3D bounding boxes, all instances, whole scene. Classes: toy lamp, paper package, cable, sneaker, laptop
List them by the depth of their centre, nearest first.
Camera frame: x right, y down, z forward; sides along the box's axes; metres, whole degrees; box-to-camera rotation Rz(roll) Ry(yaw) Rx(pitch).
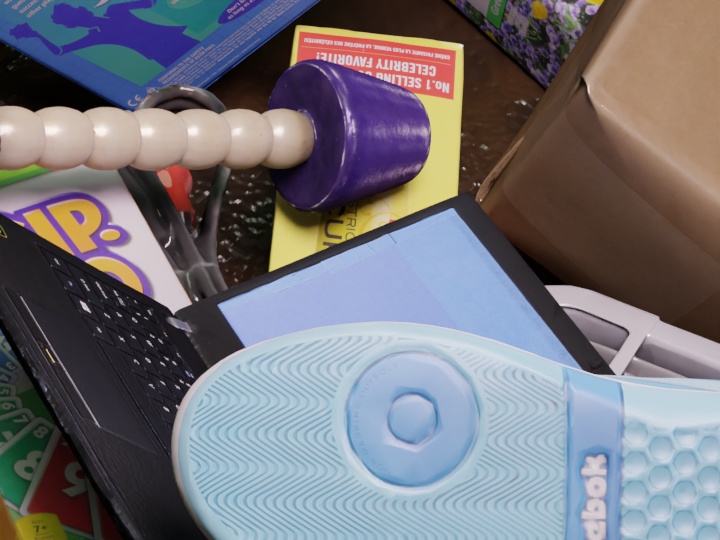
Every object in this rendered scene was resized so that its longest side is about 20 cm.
[{"bbox_3d":[0.047,0.060,0.583,0.198,0.131,0.080,10,86,-6],"label":"sneaker"},{"bbox_3d":[-0.003,0.033,0.662,0.103,0.200,0.178,-44,55,9],"label":"laptop"},{"bbox_3d":[-0.061,-0.047,0.779,0.199,0.058,0.058,-2,51,-39],"label":"toy lamp"},{"bbox_3d":[-0.067,0.002,0.827,0.096,0.051,0.200,-24,54,-18],"label":"cable"},{"bbox_3d":[0.176,-0.045,0.847,0.199,0.104,0.191,36,58,-2],"label":"paper package"}]

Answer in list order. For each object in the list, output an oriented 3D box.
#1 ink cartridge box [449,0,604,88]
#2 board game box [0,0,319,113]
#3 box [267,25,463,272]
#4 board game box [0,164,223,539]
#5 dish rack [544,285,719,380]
[{"bbox_3d":[0.080,-0.157,0.975,0.109,0.051,0.200,-35,67,-28],"label":"ink cartridge box"},{"bbox_3d":[-0.092,-0.145,0.819,0.199,0.152,0.045,28,36,-47],"label":"board game box"},{"bbox_3d":[0.000,0.000,0.851,0.074,0.050,0.201,7,54,-2],"label":"box"},{"bbox_3d":[-0.100,0.024,0.741,0.095,0.030,0.200,-7,43,-30],"label":"board game box"},{"bbox_3d":[0.097,0.098,0.709,0.199,0.044,0.172,21,49,24],"label":"dish rack"}]
